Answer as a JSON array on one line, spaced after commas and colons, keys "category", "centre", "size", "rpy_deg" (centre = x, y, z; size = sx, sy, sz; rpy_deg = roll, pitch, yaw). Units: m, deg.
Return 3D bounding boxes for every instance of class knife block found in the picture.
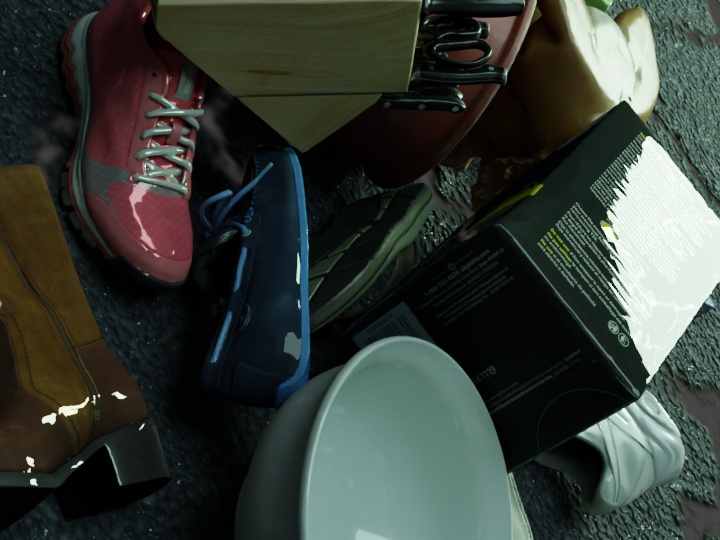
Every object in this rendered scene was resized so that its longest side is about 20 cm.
[{"category": "knife block", "centre": [-0.002, -0.159, 0.972], "size": [0.200, 0.175, 0.064], "rpy_deg": [38, 26, -40]}]

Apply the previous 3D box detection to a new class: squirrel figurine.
[{"category": "squirrel figurine", "centre": [0.109, -0.098, 1.192], "size": [0.141, 0.186, 0.201], "rpy_deg": [6, 70, -54]}]

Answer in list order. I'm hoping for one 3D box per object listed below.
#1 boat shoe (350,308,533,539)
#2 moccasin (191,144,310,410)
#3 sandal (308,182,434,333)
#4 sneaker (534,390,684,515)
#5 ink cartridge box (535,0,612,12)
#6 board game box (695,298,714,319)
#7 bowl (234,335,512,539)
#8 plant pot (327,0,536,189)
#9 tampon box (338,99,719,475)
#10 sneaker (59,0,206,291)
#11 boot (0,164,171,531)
[{"category": "boat shoe", "centre": [0.062, 0.103, 1.072], "size": [0.074, 0.063, 0.202], "rpy_deg": [-6, 68, -55]}, {"category": "moccasin", "centre": [-0.066, -0.007, 0.967], "size": [0.068, 0.081, 0.201], "rpy_deg": [2, 39, -6]}, {"category": "sandal", "centre": [0.001, 0.000, 1.071], "size": [0.201, 0.079, 0.058], "rpy_deg": [-41, 121, -54]}, {"category": "sneaker", "centre": [0.137, 0.083, 1.172], "size": [0.099, 0.078, 0.200], "rpy_deg": [-30, 75, -33]}, {"category": "ink cartridge box", "centre": [0.081, -0.240, 1.288], "size": [0.200, 0.145, 0.084], "rpy_deg": [41, 36, -9]}, {"category": "board game box", "centre": [0.178, -0.051, 1.345], "size": [0.199, 0.062, 0.201], "rpy_deg": [6, 57, -50]}, {"category": "bowl", "centre": [-0.004, 0.140, 0.904], "size": [0.201, 0.090, 0.202], "rpy_deg": [13, 73, -52]}, {"category": "plant pot", "centre": [-0.017, -0.189, 1.119], "size": [0.195, 0.201, 0.201], "rpy_deg": [29, 41, -22]}, {"category": "tampon box", "centre": [0.114, 0.013, 1.022], "size": [0.126, 0.150, 0.200], "rpy_deg": [51, 38, -2]}, {"category": "sneaker", "centre": [-0.126, -0.086, 0.971], "size": [0.074, 0.087, 0.201], "rpy_deg": [15, 51, -43]}, {"category": "boot", "centre": [-0.188, 0.025, 0.816], "size": [0.188, 0.068, 0.201], "rpy_deg": [-6, 66, -53]}]
